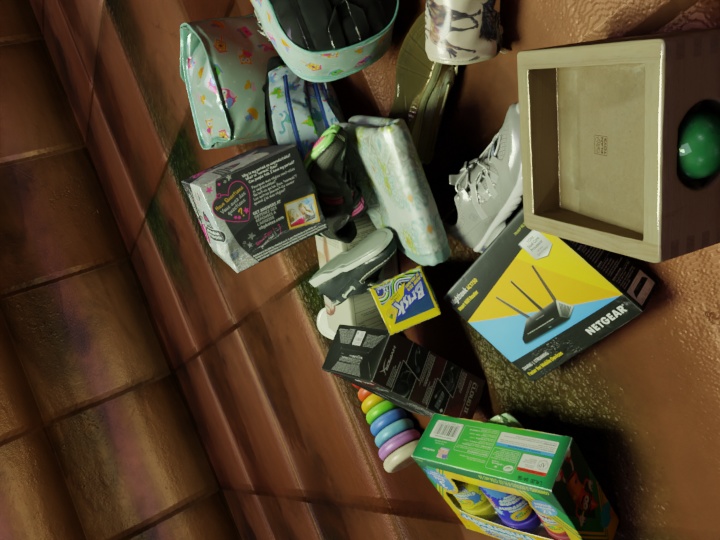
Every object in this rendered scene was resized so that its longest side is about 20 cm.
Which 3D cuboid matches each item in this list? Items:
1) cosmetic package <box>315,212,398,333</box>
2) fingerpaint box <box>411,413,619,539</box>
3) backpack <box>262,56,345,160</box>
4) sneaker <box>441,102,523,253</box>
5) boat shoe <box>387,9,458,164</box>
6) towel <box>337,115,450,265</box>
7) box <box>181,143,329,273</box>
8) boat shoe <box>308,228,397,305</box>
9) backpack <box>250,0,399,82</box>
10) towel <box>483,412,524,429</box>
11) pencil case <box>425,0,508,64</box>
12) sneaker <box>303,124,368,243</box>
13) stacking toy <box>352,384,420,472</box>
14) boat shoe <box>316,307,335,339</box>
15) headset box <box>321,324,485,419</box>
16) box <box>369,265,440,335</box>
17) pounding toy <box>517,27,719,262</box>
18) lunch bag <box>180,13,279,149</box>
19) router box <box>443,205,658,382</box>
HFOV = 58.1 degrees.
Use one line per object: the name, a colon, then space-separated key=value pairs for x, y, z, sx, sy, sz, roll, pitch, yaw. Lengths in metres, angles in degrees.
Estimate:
cosmetic package: x=-0.003 y=-0.001 z=1.014 sx=0.087 sy=0.102 sz=0.203 roll=26 pitch=128 yaw=52
fingerpaint box: x=0.186 y=0.267 z=0.794 sx=0.198 sy=0.074 sz=0.168 roll=-1 pitch=133 yaw=46
backpack: x=-0.077 y=-0.199 z=0.953 sx=0.202 sy=0.151 sz=0.164 roll=-83 pitch=-13 yaw=-45
sneaker: x=0.138 y=-0.097 z=0.714 sx=0.081 sy=0.075 sz=0.201 roll=18 pitch=135 yaw=5
boat shoe: x=0.082 y=-0.217 z=0.792 sx=0.073 sy=0.062 sz=0.203 roll=51 pitch=140 yaw=42
towel: x=0.035 y=-0.105 z=0.809 sx=0.173 sy=0.048 sz=0.200 roll=65 pitch=170 yaw=-21
box: x=-0.145 y=-0.088 z=0.840 sx=0.116 sy=0.131 sz=0.200 roll=68 pitch=164 yaw=-16
boat shoe: x=0.000 y=0.000 z=0.875 sx=0.060 sy=0.076 sz=0.200 roll=48 pitch=154 yaw=-10
backpack: x=-0.048 y=-0.338 z=0.807 sx=0.202 sy=0.174 sz=0.153 roll=63 pitch=167 yaw=12
towel: x=0.190 y=0.254 z=0.871 sx=0.152 sy=0.023 sz=0.200 roll=39 pitch=149 yaw=-6
pencil case: x=0.111 y=-0.313 z=0.642 sx=0.078 sy=0.088 sz=0.202 roll=41 pitch=139 yaw=48
sneaker: x=-0.026 y=-0.108 z=0.838 sx=0.083 sy=0.077 sz=0.201 roll=27 pitch=152 yaw=15
stacking toy: x=0.036 y=0.242 z=1.130 sx=0.201 sy=0.084 sz=0.086 roll=60 pitch=150 yaw=25
boat shoe: x=0.016 y=0.114 z=1.107 sx=0.199 sy=0.061 sz=0.074 roll=25 pitch=102 yaw=32
headset box: x=0.067 y=0.153 z=0.930 sx=0.199 sy=0.078 sz=0.148 roll=31 pitch=164 yaw=-27
box: x=0.064 y=0.037 z=0.860 sx=0.200 sy=0.069 sz=0.065 roll=1 pitch=-114 yaw=-84
pounding toy: x=0.248 y=-0.095 z=0.528 sx=0.200 sy=0.141 sz=0.187 roll=29 pitch=130 yaw=61
lunch bag: x=-0.199 y=-0.317 z=1.073 sx=0.121 sy=0.169 sz=0.203 roll=-5 pitch=104 yaw=52
router box: x=0.194 y=0.023 z=0.704 sx=0.149 sy=0.051 sz=0.200 roll=42 pitch=147 yaw=7
